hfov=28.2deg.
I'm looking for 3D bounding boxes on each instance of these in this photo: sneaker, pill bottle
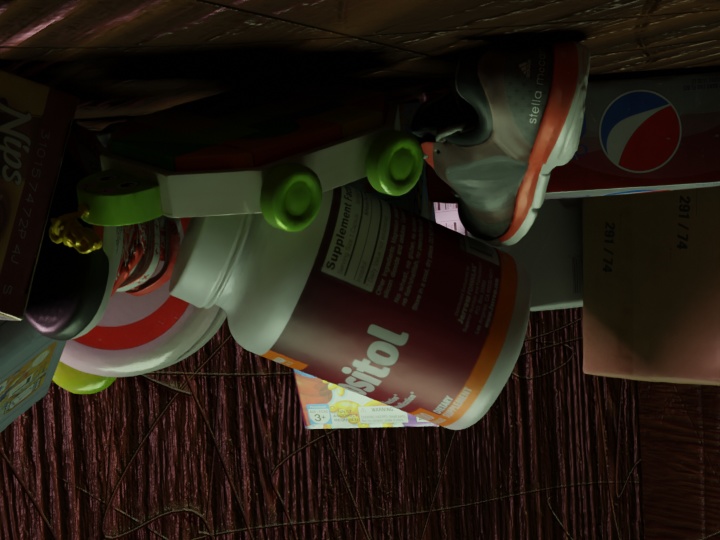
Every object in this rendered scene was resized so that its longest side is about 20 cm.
[{"bbox_3d":[-0.144,-0.013,0.828,0.108,0.067,0.202,39,-166,-36],"label":"sneaker"},{"bbox_3d":[0.066,-0.075,0.782,0.081,0.078,0.200,10,159,-3],"label":"sneaker"},{"bbox_3d":[-0.008,0.011,0.853,0.198,0.114,0.113,22,175,-13],"label":"pill bottle"}]

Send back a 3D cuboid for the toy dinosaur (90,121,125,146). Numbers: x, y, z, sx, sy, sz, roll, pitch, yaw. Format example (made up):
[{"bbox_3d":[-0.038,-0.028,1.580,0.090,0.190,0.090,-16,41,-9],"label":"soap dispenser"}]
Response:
[{"bbox_3d":[-0.165,-0.080,0.995,0.197,0.048,0.088,-2,166,-3],"label":"toy dinosaur"}]

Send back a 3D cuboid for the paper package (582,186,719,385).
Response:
[{"bbox_3d":[0.250,-0.023,1.024,0.102,0.203,0.190,-2,-179,-31],"label":"paper package"}]

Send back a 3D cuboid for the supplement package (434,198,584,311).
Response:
[{"bbox_3d":[0.100,-0.042,1.157,0.190,0.149,0.199,-3,179,-44],"label":"supplement package"}]

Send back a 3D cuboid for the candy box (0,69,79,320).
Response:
[{"bbox_3d":[-0.218,-0.036,0.779,0.056,0.118,0.199,18,170,-27],"label":"candy box"}]

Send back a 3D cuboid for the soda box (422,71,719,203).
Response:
[{"bbox_3d":[0.140,-0.082,0.897,0.197,0.071,0.063,-3,-178,10],"label":"soda box"}]

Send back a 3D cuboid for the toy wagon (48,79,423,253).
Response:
[{"bbox_3d":[-0.071,-0.057,0.742,0.199,0.040,0.154,-21,-154,-37],"label":"toy wagon"}]

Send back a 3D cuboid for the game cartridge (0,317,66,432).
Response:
[{"bbox_3d":[-0.245,0.078,0.895,0.133,0.042,0.200,-45,177,-29],"label":"game cartridge"}]

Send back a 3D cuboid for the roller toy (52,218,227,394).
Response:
[{"bbox_3d":[-0.191,-0.011,1.152,0.180,0.203,0.140,-13,179,1],"label":"roller toy"}]

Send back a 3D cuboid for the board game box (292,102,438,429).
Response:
[{"bbox_3d":[0.000,0.000,0.985,0.102,0.202,0.105,-2,-142,10],"label":"board game box"}]
